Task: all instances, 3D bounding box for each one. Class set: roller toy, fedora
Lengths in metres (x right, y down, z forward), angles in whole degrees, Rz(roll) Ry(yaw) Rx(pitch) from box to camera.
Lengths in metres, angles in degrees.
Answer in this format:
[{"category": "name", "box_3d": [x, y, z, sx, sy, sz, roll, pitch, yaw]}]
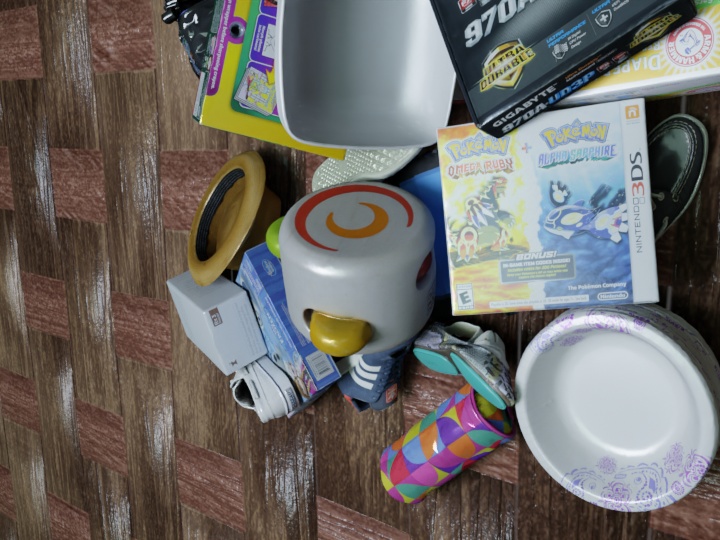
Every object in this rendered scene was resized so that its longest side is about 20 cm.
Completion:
[{"category": "roller toy", "box_3d": [0.000, 0.000, 0.843, 0.201, 0.178, 0.143, -130, 29, -48]}, {"category": "fedora", "box_3d": [-0.171, -0.065, 1.038, 0.199, 0.081, 0.206, -29, 51, 42]}]

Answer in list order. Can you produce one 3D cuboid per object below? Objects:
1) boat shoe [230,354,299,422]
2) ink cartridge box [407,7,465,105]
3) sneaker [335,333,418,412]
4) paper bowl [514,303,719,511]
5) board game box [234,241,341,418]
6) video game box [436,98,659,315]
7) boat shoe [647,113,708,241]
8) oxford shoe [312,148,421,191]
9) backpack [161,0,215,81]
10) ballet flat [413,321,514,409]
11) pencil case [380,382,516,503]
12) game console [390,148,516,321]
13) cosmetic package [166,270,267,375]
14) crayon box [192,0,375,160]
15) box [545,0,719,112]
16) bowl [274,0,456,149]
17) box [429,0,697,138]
[{"category": "boat shoe", "box_3d": [-0.151, 0.163, 1.030, 0.199, 0.065, 0.074, 27, 138, 58]}, {"category": "ink cartridge box", "box_3d": [0.030, -0.250, 0.867, 0.196, 0.067, 0.120, 2, 102, 37]}, {"category": "sneaker", "box_3d": [0.031, 0.128, 0.932, 0.086, 0.074, 0.200, 61, 150, 10]}, {"category": "paper bowl", "box_3d": [0.264, 0.127, 0.741, 0.197, 0.103, 0.206, 13, 112, 34]}, {"category": "board game box", "box_3d": [-0.112, 0.090, 1.015, 0.203, 0.043, 0.199, 61, 157, 11]}, {"category": "video game box", "box_3d": [0.178, -0.057, 0.702, 0.194, 0.047, 0.188, -5, 91, 17]}, {"category": "boat shoe", "box_3d": [0.272, -0.059, 0.726, 0.074, 0.060, 0.203, 41, 122, 23]}, {"category": "oxford shoe", "box_3d": [0.015, -0.137, 0.903, 0.198, 0.057, 0.077, -29, 68, 46]}, {"category": "backpack", "box_3d": [-0.122, -0.270, 0.905, 0.196, 0.190, 0.157, -23, 88, -7]}, {"category": "ballet flat", "box_3d": [0.125, 0.095, 0.833, 0.200, 0.070, 0.074, -160, 64, -67]}, {"category": "pencil case", "box_3d": [0.106, 0.214, 0.905, 0.089, 0.087, 0.200, 55, 128, 14]}, {"category": "game console", "box_3d": [0.099, -0.041, 0.834, 0.115, 0.171, 0.205, -17, 90, 11]}, {"category": "cosmetic package", "box_3d": [-0.213, 0.065, 1.066, 0.199, 0.073, 0.104, 23, 134, 57]}, {"category": "crayon box", "box_3d": [-0.076, -0.241, 0.790, 0.058, 0.168, 0.205, 38, 116, 61]}, {"category": "box", "box_3d": [0.249, -0.216, 0.679, 0.196, 0.100, 0.116, -2, 94, 38]}, {"category": "bowl", "box_3d": [0.002, -0.233, 0.750, 0.075, 0.194, 0.206, -141, 52, -61]}, {"category": "box", "box_3d": [0.167, -0.238, 0.642, 0.198, 0.045, 0.163, -29, 68, 32]}]
